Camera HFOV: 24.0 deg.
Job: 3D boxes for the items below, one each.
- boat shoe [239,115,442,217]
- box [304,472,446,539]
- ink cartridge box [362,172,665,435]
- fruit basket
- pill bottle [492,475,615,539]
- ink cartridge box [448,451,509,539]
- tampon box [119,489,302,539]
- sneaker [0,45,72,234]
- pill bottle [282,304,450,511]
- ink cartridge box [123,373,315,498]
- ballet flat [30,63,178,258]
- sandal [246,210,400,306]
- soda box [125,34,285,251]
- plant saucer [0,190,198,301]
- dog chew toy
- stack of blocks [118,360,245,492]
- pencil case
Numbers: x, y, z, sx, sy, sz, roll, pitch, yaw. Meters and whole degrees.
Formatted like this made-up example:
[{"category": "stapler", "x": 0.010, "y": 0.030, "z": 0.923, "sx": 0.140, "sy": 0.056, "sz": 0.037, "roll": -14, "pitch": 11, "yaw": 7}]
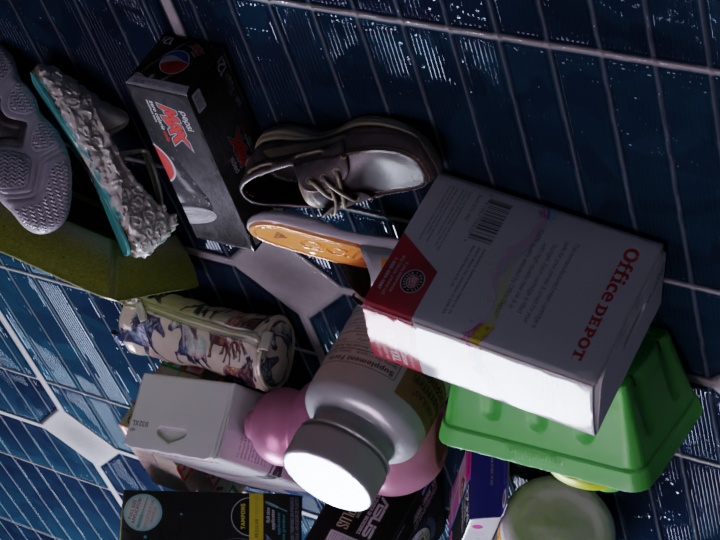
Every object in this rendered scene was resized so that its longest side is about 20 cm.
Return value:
[{"category": "boat shoe", "x": -0.019, "y": -0.076, "z": 1.407, "sx": 0.200, "sy": 0.073, "sz": 0.075, "roll": -1, "pitch": 137, "yaw": 44}, {"category": "box", "x": 0.010, "y": 0.296, "z": 1.803, "sx": 0.086, "sy": 0.200, "sz": 0.164, "roll": 20, "pitch": 148, "yaw": 19}, {"category": "ink cartridge box", "x": 0.124, "y": 0.026, "z": 1.351, "sx": 0.200, "sy": 0.146, "sz": 0.083, "roll": 20, "pitch": 149, "yaw": 21}, {"category": "fruit basket", "x": 0.188, "y": 0.136, "z": 1.476, "sx": 0.215, "sy": 0.156, "sz": 0.216, "roll": 20, "pitch": 131, "yaw": 25}, {"category": "pill bottle", "x": 0.184, "y": 0.298, "z": 1.731, "sx": 0.116, "sy": 0.116, "sz": 0.200, "roll": 27, "pitch": 150, "yaw": 9}, {"category": "ink cartridge box", "x": 0.118, "y": 0.231, "z": 1.710, "sx": 0.037, "sy": 0.095, "sz": 0.200, "roll": 7, "pitch": 149, "yaw": -5}, {"category": "tampon box", "x": -0.170, "y": 0.332, "z": 1.888, "sx": 0.200, "sy": 0.150, "sz": 0.126, "roll": 2, "pitch": 157, "yaw": -8}, {"category": "sneaker", "x": -0.320, "y": -0.111, "z": 1.587, "sx": 0.200, "sy": 0.075, "sz": 0.114, "roll": 63, "pitch": 168, "yaw": 16}, {"category": "pill bottle", "x": 0.016, "y": 0.110, "z": 1.522, "sx": 0.114, "sy": 0.200, "sz": 0.114, "roll": 23, "pitch": 150, "yaw": 15}, {"category": "ink cartridge box", "x": -0.125, "y": 0.178, "z": 1.801, "sx": 0.145, "sy": 0.084, "sz": 0.200, "roll": 3, "pitch": 164, "yaw": 42}, {"category": "ballet flat", "x": -0.230, "y": -0.107, "z": 1.556, "sx": 0.072, "sy": 0.072, "sz": 0.200, "roll": -24, "pitch": 95, "yaw": 56}, {"category": "sandal", "x": -0.002, "y": 0.002, "z": 1.468, "sx": 0.207, "sy": 0.059, "sz": 0.079, "roll": 13, "pitch": 163, "yaw": -7}, {"category": "soda box", "x": -0.131, "y": -0.108, "z": 1.475, "sx": 0.071, "sy": 0.063, "sz": 0.200, "roll": 14, "pitch": 145, "yaw": 28}, {"category": "plant saucer", "x": -0.273, "y": -0.036, "z": 1.648, "sx": 0.200, "sy": 0.048, "sz": 0.200, "roll": 23, "pitch": -169, "yaw": 16}, {"category": "dog chew toy", "x": -0.017, "y": 0.157, "z": 1.670, "sx": 0.200, "sy": 0.125, "sz": 0.125, "roll": 2, "pitch": 142, "yaw": 15}, {"category": "stack of blocks", "x": -0.188, "y": 0.195, "z": 1.925, "sx": 0.059, "sy": 0.115, "sz": 0.200, "roll": 14, "pitch": 146, "yaw": 28}, {"category": "pencil case", "x": -0.158, "y": 0.066, "z": 1.740, "sx": 0.200, "sy": 0.078, "sz": 0.089, "roll": 13, "pitch": 168, "yaw": 30}]
